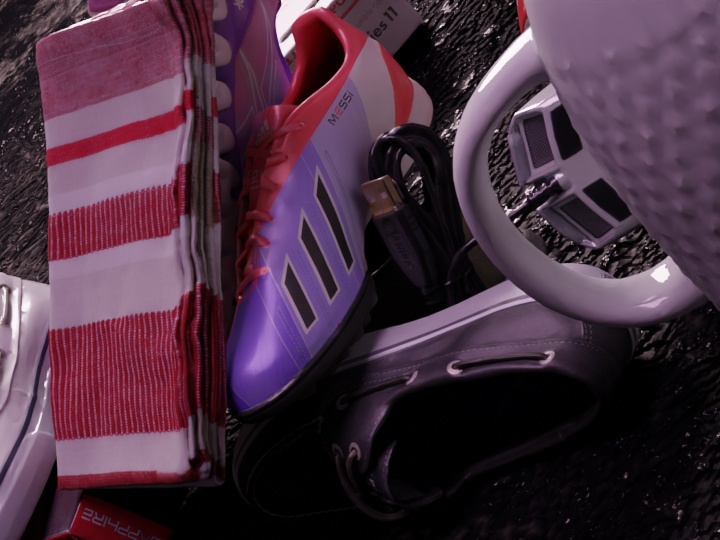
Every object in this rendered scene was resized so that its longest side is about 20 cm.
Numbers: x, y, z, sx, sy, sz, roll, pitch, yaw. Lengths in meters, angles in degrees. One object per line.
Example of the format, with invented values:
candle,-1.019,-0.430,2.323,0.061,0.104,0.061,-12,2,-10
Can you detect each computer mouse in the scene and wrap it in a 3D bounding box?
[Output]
computer mouse,0.102,-0.048,0.832,0.199,0.110,0.044,-31,4,7

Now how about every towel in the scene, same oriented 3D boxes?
towel,-0.100,-0.010,0.852,0.144,0.023,0.202,-11,80,57

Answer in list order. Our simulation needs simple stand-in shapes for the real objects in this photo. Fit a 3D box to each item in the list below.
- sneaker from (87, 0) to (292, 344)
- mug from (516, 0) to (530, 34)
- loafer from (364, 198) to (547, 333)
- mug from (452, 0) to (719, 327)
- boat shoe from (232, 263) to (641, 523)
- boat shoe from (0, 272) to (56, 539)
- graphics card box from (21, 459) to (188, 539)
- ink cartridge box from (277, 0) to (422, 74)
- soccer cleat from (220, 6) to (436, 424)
sneaker,-0.063,-0.051,0.913,0.080,0.088,0.202,-5,87,39
mug,0.129,-0.199,0.885,0.177,0.133,0.201,-33,50,47
loafer,0.000,0.000,0.941,0.199,0.070,0.075,-19,36,49
mug,0.122,-0.056,0.678,0.200,0.175,0.148,-36,25,26
boat shoe,0.023,0.065,0.810,0.199,0.070,0.066,-24,30,30
boat shoe,-0.183,0.076,1.008,0.200,0.066,0.074,-84,20,-57
graphics card box,-0.099,0.049,0.983,0.125,0.051,0.201,-28,39,67
ink cartridge box,-0.041,-0.133,1.231,0.117,0.067,0.200,-49,22,-8
soccer cleat,-0.027,-0.025,0.851,0.068,0.073,0.201,-21,35,39
